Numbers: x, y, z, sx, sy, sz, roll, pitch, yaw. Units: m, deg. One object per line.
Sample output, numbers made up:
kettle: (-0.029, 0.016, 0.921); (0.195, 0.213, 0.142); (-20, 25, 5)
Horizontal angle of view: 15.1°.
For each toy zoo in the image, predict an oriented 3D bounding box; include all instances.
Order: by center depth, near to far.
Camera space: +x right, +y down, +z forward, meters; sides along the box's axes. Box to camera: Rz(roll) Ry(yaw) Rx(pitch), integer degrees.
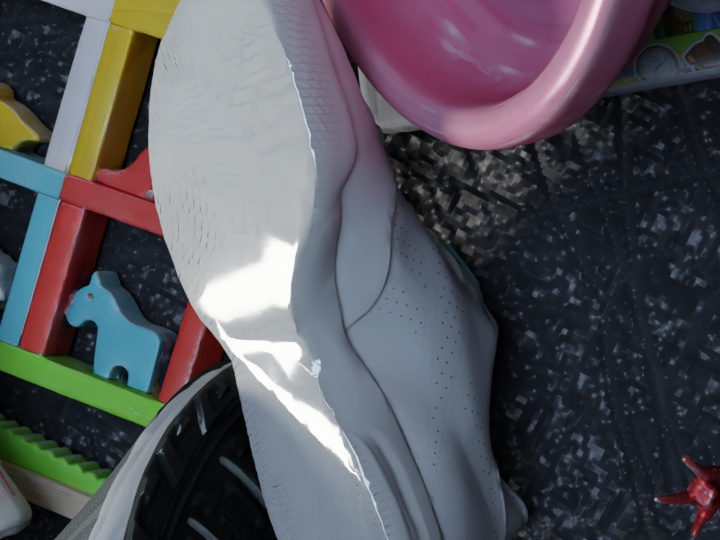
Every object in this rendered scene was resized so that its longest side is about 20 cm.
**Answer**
toy zoo: (-0.095, -0.025, 0.893); (0.131, 0.020, 0.200); (20, 98, 22)

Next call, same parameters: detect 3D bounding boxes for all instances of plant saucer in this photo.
plant saucer: (0.039, -0.135, 0.750); (0.201, 0.051, 0.201); (29, 124, 57)

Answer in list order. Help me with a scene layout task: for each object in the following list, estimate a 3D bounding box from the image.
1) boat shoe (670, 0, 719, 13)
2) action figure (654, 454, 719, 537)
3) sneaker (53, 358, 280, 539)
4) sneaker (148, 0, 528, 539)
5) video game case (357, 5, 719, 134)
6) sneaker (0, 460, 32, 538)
boat shoe: (0.101, -0.175, 0.769); (0.065, 0.074, 0.200); (23, 105, 52)
action figure: (0.160, 0.032, 0.742); (0.065, 0.099, 0.200); (40, 107, 33)
sneaker: (-0.077, 0.102, 0.818); (0.079, 0.200, 0.074); (-4, 132, 49)
sneaker: (0.000, 0.000, 0.814); (0.075, 0.088, 0.200); (-6, 101, 48)
video game case: (0.075, -0.154, 0.821); (0.182, 0.023, 0.200); (-9, 85, 23)
sneaker: (-0.149, 0.051, 0.873); (0.099, 0.078, 0.200); (10, 104, 17)
